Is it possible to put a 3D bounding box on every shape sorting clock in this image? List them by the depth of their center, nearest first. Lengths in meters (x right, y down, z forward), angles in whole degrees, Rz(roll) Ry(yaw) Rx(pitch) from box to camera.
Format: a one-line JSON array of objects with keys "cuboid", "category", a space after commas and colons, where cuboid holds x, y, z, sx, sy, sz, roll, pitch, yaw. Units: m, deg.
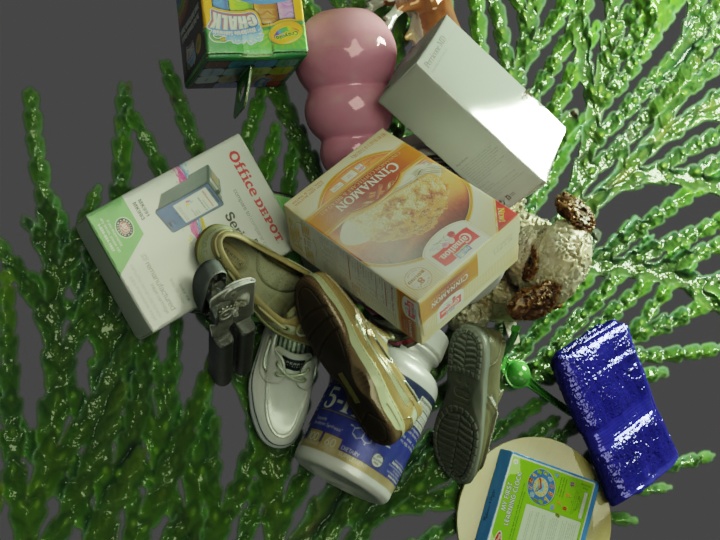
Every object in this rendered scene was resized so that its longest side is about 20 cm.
[{"cuboid": [0.210, 0.304, 1.388, 0.198, 0.039, 0.202, 2, 83, -16], "category": "shape sorting clock"}]

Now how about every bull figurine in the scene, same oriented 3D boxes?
[{"cuboid": [0.091, -0.275, 1.421, 0.121, 0.065, 0.202, -24, 91, -20], "category": "bull figurine"}]

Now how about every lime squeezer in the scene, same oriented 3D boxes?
[{"cuboid": [0.199, 0.116, 1.398, 0.200, 0.070, 0.038, 53, 41, -43], "category": "lime squeezer"}]

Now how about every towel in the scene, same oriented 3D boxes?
[{"cuboid": [0.321, 0.172, 1.422, 0.147, 0.049, 0.202, -26, 92, -44], "category": "towel"}]

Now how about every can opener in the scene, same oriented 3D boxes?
[{"cuboid": [-0.146, 0.053, 1.224, 0.053, 0.201, 0.067, -27, 68, -21], "category": "can opener"}]

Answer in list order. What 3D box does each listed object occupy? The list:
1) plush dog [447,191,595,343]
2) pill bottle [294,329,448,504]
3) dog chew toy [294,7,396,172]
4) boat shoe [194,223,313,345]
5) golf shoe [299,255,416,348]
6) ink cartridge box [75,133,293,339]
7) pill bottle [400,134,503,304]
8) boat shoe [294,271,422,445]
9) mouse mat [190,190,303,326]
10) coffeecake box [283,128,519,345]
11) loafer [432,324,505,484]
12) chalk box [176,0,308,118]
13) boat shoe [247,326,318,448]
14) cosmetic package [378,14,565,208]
[{"cuboid": [0.211, 0.000, 1.365, 0.159, 0.172, 0.202, 28, 72, -14], "category": "plush dog"}, {"cuboid": [0.019, 0.150, 1.300, 0.119, 0.120, 0.201, 31, 72, -13], "category": "pill bottle"}, {"cuboid": [-0.014, -0.202, 1.348, 0.123, 0.124, 0.202, -6, 92, -21], "category": "dog chew toy"}, {"cuboid": [-0.086, 0.020, 1.222, 0.200, 0.063, 0.074, 41, 75, -23], "category": "boat shoe"}, {"cuboid": [0.000, 0.000, 1.281, 0.073, 0.092, 0.199, -42, 52, -18], "category": "golf shoe"}, {"cuboid": [-0.189, -0.038, 1.264, 0.199, 0.087, 0.146, -30, 93, -24], "category": "ink cartridge box"}, {"cuboid": [0.088, -0.062, 1.330, 0.111, 0.113, 0.201, -4, 51, -20], "category": "pill bottle"}, {"cuboid": [0.002, 0.083, 1.214, 0.076, 0.071, 0.201, -34, 103, -33], "category": "boat shoe"}, {"cuboid": [-0.137, -0.020, 1.330, 0.198, 0.008, 0.163, 12, 78, -19], "category": "mouse mat"}, {"cuboid": [0.043, -0.040, 1.200, 0.153, 0.073, 0.199, -39, 56, -24], "category": "coffeecake box"}, {"cuboid": [0.138, 0.157, 1.341, 0.069, 0.075, 0.202, -11, 118, -41], "category": "loafer"}, {"cuboid": [-0.137, -0.279, 1.308, 0.123, 0.125, 0.202, -6, 85, -20], "category": "chalk box"}, {"cuboid": [-0.085, 0.100, 1.294, 0.073, 0.067, 0.202, 4, 84, -19], "category": "boat shoe"}, {"cuboid": [0.129, -0.178, 1.306, 0.200, 0.081, 0.113, 40, 46, -14], "category": "cosmetic package"}]
